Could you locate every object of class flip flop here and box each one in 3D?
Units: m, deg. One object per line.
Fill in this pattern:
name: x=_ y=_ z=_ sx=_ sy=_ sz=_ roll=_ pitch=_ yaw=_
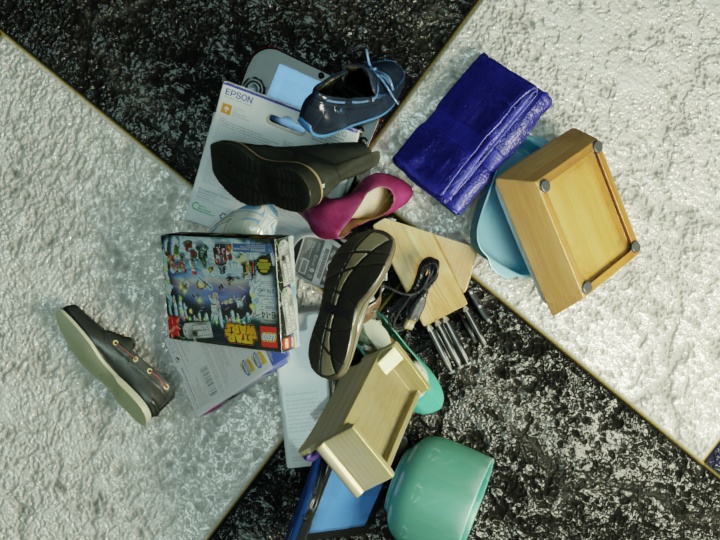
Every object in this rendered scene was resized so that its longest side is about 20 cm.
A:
flip flop: x=-0.007 y=0.043 z=1.208 sx=0.080 sy=0.057 sz=0.203 roll=20 pitch=94 yaw=33

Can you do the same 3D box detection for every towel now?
towel: x=0.143 y=-0.188 z=1.250 sx=0.201 sy=0.049 sz=0.148 roll=-49 pitch=52 yaw=1

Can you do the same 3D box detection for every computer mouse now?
computer mouse: x=0.000 y=0.000 z=1.252 sx=0.197 sy=0.044 sz=0.111 roll=24 pitch=112 yaw=5

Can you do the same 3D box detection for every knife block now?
knife block: x=0.090 y=0.037 z=1.291 sx=0.197 sy=0.064 sz=0.178 roll=17 pitch=92 yaw=-2

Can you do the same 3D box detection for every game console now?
game console: x=-0.085 y=-0.192 z=1.293 sx=0.198 sy=0.031 sz=0.179 roll=24 pitch=93 yaw=-1
game console: x=-0.027 y=0.321 z=1.220 sx=0.117 sy=0.172 sz=0.202 roll=18 pitch=123 yaw=-2

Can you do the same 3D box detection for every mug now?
mug: x=0.095 y=0.317 z=1.264 sx=0.113 sy=0.152 sz=0.188 roll=21 pitch=98 yaw=15

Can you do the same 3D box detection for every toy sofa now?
toy sofa: x=0.009 y=0.187 z=1.181 sx=0.097 sy=0.200 sz=0.083 roll=-32 pitch=104 yaw=30

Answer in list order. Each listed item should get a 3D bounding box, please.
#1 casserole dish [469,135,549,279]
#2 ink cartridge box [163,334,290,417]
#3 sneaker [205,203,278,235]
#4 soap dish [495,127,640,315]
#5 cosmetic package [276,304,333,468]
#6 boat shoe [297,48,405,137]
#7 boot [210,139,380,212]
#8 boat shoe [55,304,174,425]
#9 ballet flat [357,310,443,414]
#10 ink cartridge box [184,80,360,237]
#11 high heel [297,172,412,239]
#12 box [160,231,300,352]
casserole dish: x=0.209 y=-0.085 z=1.267 sx=0.120 sy=0.039 sz=0.203 roll=28 pitch=74 yaw=-26
ink cartridge box: x=-0.171 y=0.099 z=1.245 sx=0.199 sy=0.042 sz=0.121 roll=-35 pitch=76 yaw=36
sneaker: x=-0.181 y=-0.031 z=1.257 sx=0.199 sy=0.073 sz=0.072 roll=-26 pitch=107 yaw=39
soap dish: x=0.278 y=-0.067 z=1.240 sx=0.156 sy=0.081 sz=0.202 roll=-32 pitch=104 yaw=-28
cosmetic package: x=-0.074 y=0.154 z=1.278 sx=0.070 sy=0.101 sz=0.204 roll=-5 pitch=93 yaw=0
boat shoe: x=0.003 y=-0.233 z=1.218 sx=0.084 sy=0.200 sz=0.069 roll=35 pitch=136 yaw=11
boot: x=-0.086 y=-0.136 z=1.207 sx=0.198 sy=0.138 sz=0.079 roll=25 pitch=130 yaw=36
boat shoe: x=-0.340 y=0.120 z=1.296 sx=0.201 sy=0.074 sz=0.063 roll=44 pitch=56 yaw=7
ballet flat: x=0.043 y=0.124 z=1.292 sx=0.067 sy=0.070 sz=0.201 roll=-41 pitch=94 yaw=-4
ink cartridge box: x=-0.118 y=-0.131 z=1.267 sx=0.197 sy=0.041 sz=0.203 roll=20 pitch=110 yaw=-1
high heel: x=0.012 y=-0.078 z=1.227 sx=0.198 sy=0.096 sz=0.068 roll=-5 pitch=122 yaw=-42
box: x=-0.166 y=0.024 z=1.181 sx=0.198 sy=0.040 sz=0.139 roll=3 pitch=101 yaw=36
